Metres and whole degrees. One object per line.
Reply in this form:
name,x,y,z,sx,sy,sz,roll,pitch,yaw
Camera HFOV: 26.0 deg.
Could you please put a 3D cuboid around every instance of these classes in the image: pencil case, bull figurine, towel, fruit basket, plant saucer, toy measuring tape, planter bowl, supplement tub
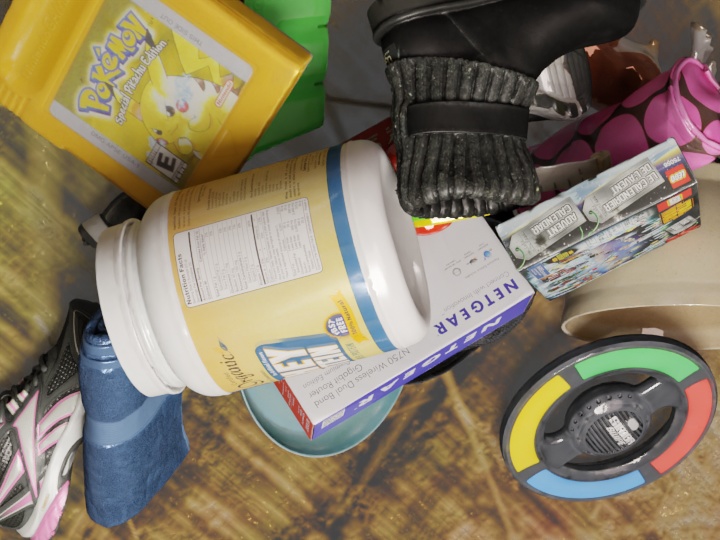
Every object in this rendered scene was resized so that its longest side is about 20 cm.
pencil case,0.207,-0.100,1.255,0.091,0.200,0.094,49,47,-14
bull figurine,0.212,-0.179,1.307,0.200,0.065,0.122,28,101,-26
towel,-0.173,0.100,1.202,0.048,0.112,0.200,19,130,15
fruit basket,-0.134,-0.186,1.150,0.215,0.155,0.216,-14,116,-31
plant saucer,-0.032,0.051,1.275,0.200,0.027,0.200,-7,101,-43
toy measuring tape,0.082,-0.070,1.144,0.200,0.074,0.074,-10,110,5
planter bowl,0.272,-0.015,1.327,0.200,0.200,0.135,8,75,-21
supplement tub,-0.064,0.003,1.064,0.200,0.145,0.145,-15,112,10

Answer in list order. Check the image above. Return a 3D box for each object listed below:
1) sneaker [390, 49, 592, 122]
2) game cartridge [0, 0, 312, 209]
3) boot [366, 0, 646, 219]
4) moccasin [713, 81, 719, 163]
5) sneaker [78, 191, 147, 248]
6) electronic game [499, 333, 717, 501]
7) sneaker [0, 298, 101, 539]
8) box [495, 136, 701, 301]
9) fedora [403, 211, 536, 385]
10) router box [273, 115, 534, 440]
sneaker,0.102,-0.144,1.200,0.200,0.085,0.075,-14,96,-45
game cartridge,-0.158,-0.141,1.100,0.200,0.032,0.176,34,123,-2
boot,0.113,-0.121,1.079,0.211,0.079,0.158,-11,76,-10
moccasin,0.337,-0.131,1.337,0.201,0.078,0.074,3,136,-43
sneaker,-0.122,-0.002,1.243,0.200,0.066,0.091,40,92,-23
electronic game,0.221,0.134,1.384,0.200,0.042,0.200,-7,130,-9
sneaker,-0.257,0.116,1.227,0.086,0.080,0.200,17,94,-12
box,0.181,-0.033,1.150,0.137,0.200,0.040,-28,78,9
fedora,0.076,0.009,1.274,0.200,0.092,0.201,-7,103,-35
router box,0.000,0.000,1.184,0.200,0.049,0.180,-31,75,-14
